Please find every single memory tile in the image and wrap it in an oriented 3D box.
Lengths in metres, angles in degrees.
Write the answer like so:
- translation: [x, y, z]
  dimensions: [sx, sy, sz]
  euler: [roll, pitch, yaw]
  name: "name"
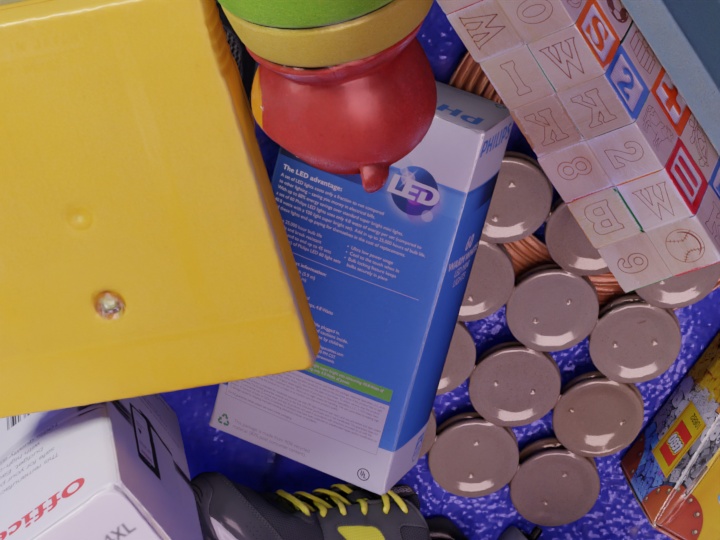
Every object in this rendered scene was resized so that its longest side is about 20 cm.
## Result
- translation: [0.090, 0.039, 1.511]
  dimensions: [0.153, 0.017, 0.201]
  euler: [19, 117, -14]
  name: "memory tile"

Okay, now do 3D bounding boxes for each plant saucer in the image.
- translation: [0.141, -0.146, 1.377]
  dimensions: [0.019, 0.070, 0.200]
  euler: [-21, 117, 33]
  name: "plant saucer"

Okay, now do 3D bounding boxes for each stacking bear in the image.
- translation: [-0.018, -0.128, 1.234]
  dimensions: [0.113, 0.122, 0.201]
  euler: [-12, 129, 3]
  name: "stacking bear"

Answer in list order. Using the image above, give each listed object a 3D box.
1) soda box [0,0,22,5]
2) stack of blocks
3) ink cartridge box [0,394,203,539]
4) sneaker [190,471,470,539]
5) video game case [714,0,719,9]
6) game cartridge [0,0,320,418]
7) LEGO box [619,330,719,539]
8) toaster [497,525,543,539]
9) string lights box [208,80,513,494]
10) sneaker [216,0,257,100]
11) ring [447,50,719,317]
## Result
- translation: [-0.178, -0.075, 1.393]
  dimensions: [0.064, 0.068, 0.201]
  euler: [38, 107, 25]
  name: "soda box"
- translation: [0.117, -0.106, 1.391]
  dimensions: [0.058, 0.115, 0.200]
  euler: [-19, 116, 34]
  name: "stack of blocks"
- translation: [-0.161, 0.128, 1.424]
  dimensions: [0.146, 0.200, 0.084]
  euler: [-35, 114, 7]
  name: "ink cartridge box"
- translation: [-0.016, 0.138, 1.518]
  dimensions: [0.200, 0.074, 0.085]
  euler: [33, 92, -43]
  name: "sneaker"
- translation: [0.240, -0.211, 1.406]
  dimensions: [0.199, 0.022, 0.182]
  euler: [-33, 115, 5]
  name: "video game case"
- translation: [-0.127, -0.031, 1.319]
  dimensions: [0.175, 0.032, 0.201]
  euler: [-9, 117, 13]
  name: "game cartridge"
- translation: [0.268, 0.111, 1.554]
  dimensions: [0.199, 0.077, 0.149]
  euler: [31, 105, -20]
  name: "LEGO box"
- translation: [0.144, 0.248, 1.531]
  dimensions: [0.200, 0.181, 0.119]
  euler: [34, 94, -19]
  name: "toaster"
- translation: [0.000, 0.000, 1.451]
  dimensions: [0.102, 0.059, 0.201]
  euler: [21, 111, 15]
  name: "string lights box"
- translation: [-0.107, -0.038, 1.411]
  dimensions: [0.076, 0.114, 0.200]
  euler: [30, 103, -21]
  name: "sneaker"
- translation: [0.134, -0.066, 1.490]
  dimensions: [0.199, 0.019, 0.202]
  euler: [-4, 113, -9]
  name: "ring"
